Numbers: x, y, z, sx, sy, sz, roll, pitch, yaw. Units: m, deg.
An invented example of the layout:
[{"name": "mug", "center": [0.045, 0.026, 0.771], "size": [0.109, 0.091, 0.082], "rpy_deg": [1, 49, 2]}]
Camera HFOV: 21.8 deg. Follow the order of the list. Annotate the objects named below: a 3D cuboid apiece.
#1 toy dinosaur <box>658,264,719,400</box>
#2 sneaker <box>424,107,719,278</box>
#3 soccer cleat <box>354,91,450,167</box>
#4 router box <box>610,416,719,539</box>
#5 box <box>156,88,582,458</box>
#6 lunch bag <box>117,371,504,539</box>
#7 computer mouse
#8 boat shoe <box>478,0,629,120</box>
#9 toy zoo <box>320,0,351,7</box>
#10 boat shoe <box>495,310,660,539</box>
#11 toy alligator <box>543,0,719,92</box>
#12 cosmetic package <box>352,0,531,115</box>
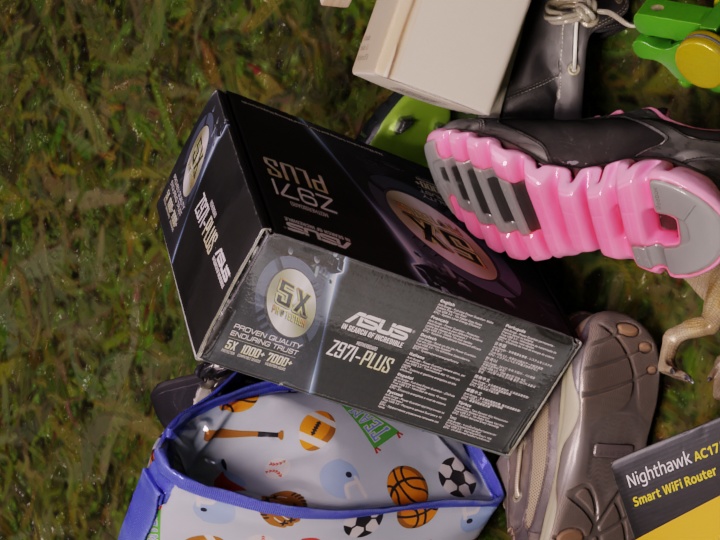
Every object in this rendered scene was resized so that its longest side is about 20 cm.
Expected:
[{"name": "toy dinosaur", "center": [0.203, 0.018, 0.996], "size": [0.199, 0.058, 0.102], "rpy_deg": [21, 86, 44]}, {"name": "sneaker", "center": [0.128, -0.056, 1.013], "size": [0.199, 0.095, 0.079], "rpy_deg": [14, 137, 36]}, {"name": "soccer cleat", "center": [-0.008, -0.040, 1.180], "size": [0.081, 0.067, 0.201], "rpy_deg": [50, 121, 45]}, {"name": "router box", "center": [0.232, 0.129, 0.894], "size": [0.199, 0.051, 0.150], "rpy_deg": [-29, 70, 35]}, {"name": "box", "center": [0.000, 0.000, 1.043], "size": [0.086, 0.199, 0.164], "rpy_deg": [-60, 26, 23]}, {"name": "lunch bag", "center": [-0.047, 0.145, 1.081], "size": [0.124, 0.199, 0.171], "rpy_deg": [62, 144, 36]}, {"name": "computer mouse", "center": [-0.071, 0.087, 1.187], "size": [0.200, 0.138, 0.053], "rpy_deg": [-20, 76, 60]}, {"name": "boat shoe", "center": [0.124, -0.160, 1.074], "size": [0.067, 0.072, 0.201], "rpy_deg": [17, 93, 4]}, {"name": "toy zoo", "center": [-0.008, -0.284, 1.167], "size": [0.131, 0.020, 0.201], "rpy_deg": [123, 145, -55]}, {"name": "boat shoe", "center": [0.118, 0.121, 1.054], "size": [0.073, 0.074, 0.201], "rpy_deg": [10, 88, 58]}, {"name": "toy alligator", "center": [0.188, -0.116, 0.988], "size": [0.199, 0.059, 0.054], "rpy_deg": [9, 136, 39]}, {"name": "cosmetic package", "center": [0.065, -0.192, 1.039], "size": [0.104, 0.073, 0.201], "rpy_deg": [-146, 74, -81]}]
